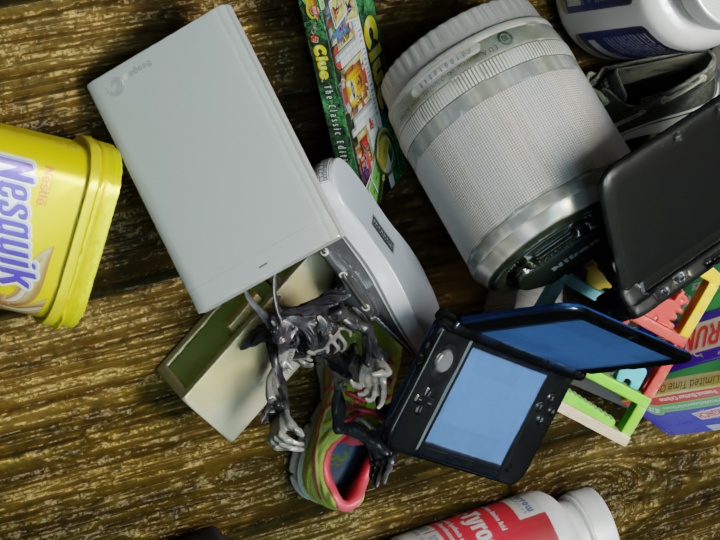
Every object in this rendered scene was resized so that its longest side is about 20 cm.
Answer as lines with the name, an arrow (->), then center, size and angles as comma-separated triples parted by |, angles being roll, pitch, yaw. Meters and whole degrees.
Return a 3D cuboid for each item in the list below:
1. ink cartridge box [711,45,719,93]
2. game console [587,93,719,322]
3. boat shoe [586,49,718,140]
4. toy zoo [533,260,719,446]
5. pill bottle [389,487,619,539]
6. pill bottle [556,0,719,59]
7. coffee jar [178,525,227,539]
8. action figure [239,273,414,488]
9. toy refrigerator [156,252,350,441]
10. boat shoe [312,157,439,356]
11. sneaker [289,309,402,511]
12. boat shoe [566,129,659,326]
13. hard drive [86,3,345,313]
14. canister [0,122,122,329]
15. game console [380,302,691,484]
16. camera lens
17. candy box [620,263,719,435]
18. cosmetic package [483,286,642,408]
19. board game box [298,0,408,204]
ink cartridge box -> 0.335, -0.136, 1.803 | 0.068, 0.115, 0.200 | 39, 89, -28
game console -> 0.247, -0.054, 1.619 | 0.199, 0.176, 0.117 | -31, 92, -23
boat shoe -> 0.209, -0.145, 1.749 | 0.198, 0.071, 0.064 | -18, 145, -4
toy zoo -> 0.219, 0.034, 1.738 | 0.131, 0.020, 0.201 | 28, 99, -12
pill bottle -> 0.130, 0.265, 1.849 | 0.198, 0.112, 0.113 | -16, 113, -19
pill bottle -> 0.252, -0.232, 1.675 | 0.110, 0.200, 0.112 | -1, 93, -23
coffee jar -> -0.182, 0.306, 1.740 | 0.199, 0.085, 0.105 | -29, 114, -11
action figure -> -0.020, 0.089, 1.635 | 0.118, 0.103, 0.200 | -30, 124, 28
toy refrigerator -> -0.075, 0.036, 1.703 | 0.200, 0.076, 0.070 | -48, 118, -2
boat shoe -> 0.000, 0.000, 1.647 | 0.066, 0.070, 0.200 | -21, 124, 22
sneaker -> 0.001, 0.115, 1.755 | 0.078, 0.090, 0.202 | 7, 103, -24
boat shoe -> 0.236, -0.045, 1.803 | 0.073, 0.075, 0.202 | 19, 82, -37
hard drive -> -0.113, -0.086, 1.593 | 0.131, 0.026, 0.201 | -28, 86, 15
canister -> -0.300, -0.047, 1.572 | 0.199, 0.087, 0.150 | 13, 101, -25
game console -> 0.141, 0.100, 1.624 | 0.199, 0.118, 0.172 | 22, 97, -50
camera lens -> 0.124, -0.096, 1.652 | 0.159, 0.160, 0.201 | -25, 75, -14
candy box -> 0.327, 0.034, 1.787 | 0.077, 0.169, 0.201 | 30, 65, -27
cosmetic package -> 0.201, 0.059, 1.834 | 0.199, 0.051, 0.083 | 24, 74, -28
board game box -> -0.005, -0.155, 1.663 | 0.023, 0.105, 0.202 | -4, 115, 21
